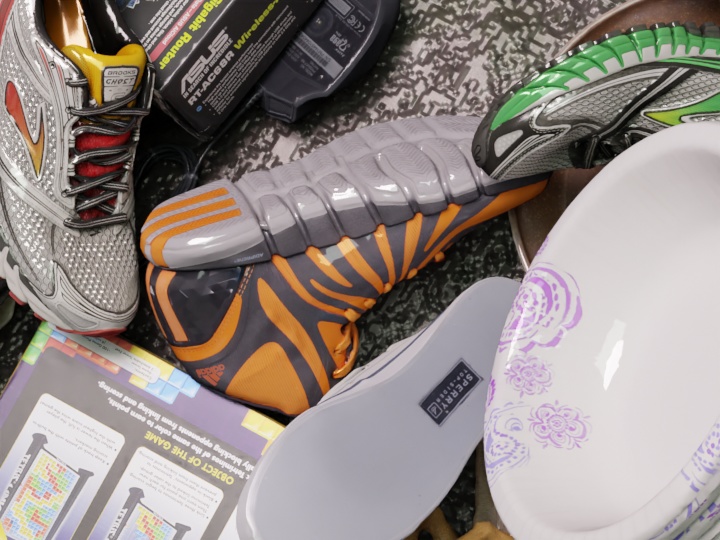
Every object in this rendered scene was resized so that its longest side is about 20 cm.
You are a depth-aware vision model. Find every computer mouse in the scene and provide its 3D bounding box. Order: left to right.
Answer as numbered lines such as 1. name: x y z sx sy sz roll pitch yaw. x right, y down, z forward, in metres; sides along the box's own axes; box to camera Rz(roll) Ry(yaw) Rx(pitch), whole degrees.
1. computer mouse: -0.053 -0.073 1.319 0.200 0.034 0.059 -45 61 3

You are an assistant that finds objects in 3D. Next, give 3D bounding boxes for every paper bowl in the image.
1. paper bowl: 0.150 0.046 1.139 0.104 0.201 0.201 24 80 -28

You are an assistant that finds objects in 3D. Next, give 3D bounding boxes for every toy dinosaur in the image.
1. toy dinosaur: 0.063 0.122 1.247 0.060 0.106 0.201 -25 74 41

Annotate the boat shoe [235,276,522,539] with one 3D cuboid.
1. boat shoe: 0.013 0.079 1.203 0.200 0.065 0.074 -34 86 -36

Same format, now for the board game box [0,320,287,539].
1. board game box: -0.097 0.134 1.265 0.200 0.057 0.166 29 85 13

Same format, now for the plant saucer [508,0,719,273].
1. plant saucer: 0.170 -0.038 1.273 0.200 0.037 0.201 -2 77 7

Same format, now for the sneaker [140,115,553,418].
1. sneaker: 0.000 0.000 1.259 0.199 0.078 0.112 -15 117 -5

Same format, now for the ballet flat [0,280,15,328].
1. ballet flat: -0.174 -0.015 1.294 0.068 0.069 0.200 19 46 29

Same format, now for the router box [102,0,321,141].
1. router box: -0.075 -0.185 1.313 0.150 0.062 0.200 37 86 29

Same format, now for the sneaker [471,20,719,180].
1. sneaker: 0.147 -0.068 1.208 0.199 0.078 0.085 -10 80 -11

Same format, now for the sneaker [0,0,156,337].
1. sneaker: -0.136 -0.068 1.228 0.082 0.078 0.201 -11 91 43
